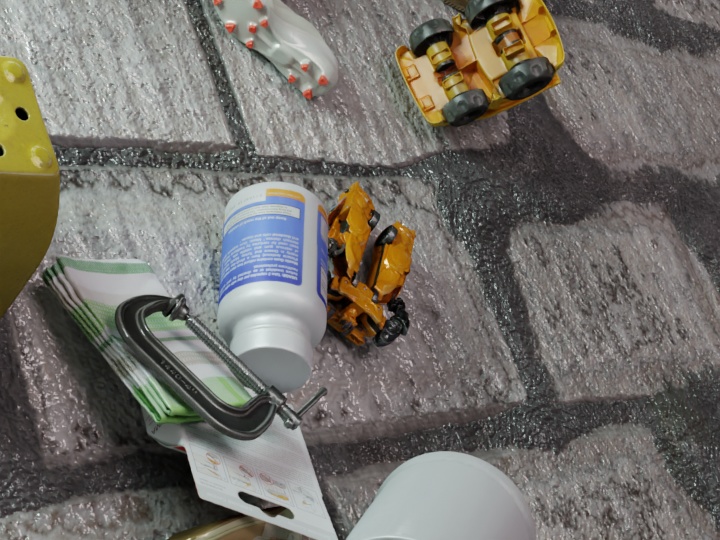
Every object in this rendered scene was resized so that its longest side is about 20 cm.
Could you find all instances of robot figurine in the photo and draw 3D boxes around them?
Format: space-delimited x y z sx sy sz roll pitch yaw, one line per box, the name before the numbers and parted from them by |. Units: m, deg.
robot figurine | 0.000 0.000 1.793 0.145 0.058 0.201 39 39 -18

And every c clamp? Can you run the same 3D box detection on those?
c clamp | -0.134 0.087 1.489 0.200 0.027 0.171 41 26 -1

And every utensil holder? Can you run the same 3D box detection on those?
utensil holder | 0.063 0.283 1.513 0.171 0.169 0.200 52 23 -1

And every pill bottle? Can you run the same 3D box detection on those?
pill bottle | -0.089 0.019 1.640 0.111 0.112 0.202 27 45 -30

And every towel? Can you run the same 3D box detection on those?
towel | -0.190 0.060 1.502 0.200 0.031 0.149 47 24 24

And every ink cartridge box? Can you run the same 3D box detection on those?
ink cartridge box | -0.115 0.176 1.490 0.162 0.057 0.201 25 29 -32

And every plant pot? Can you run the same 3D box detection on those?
plant pot | -0.361 -0.080 1.356 0.193 0.200 0.197 0 63 -47

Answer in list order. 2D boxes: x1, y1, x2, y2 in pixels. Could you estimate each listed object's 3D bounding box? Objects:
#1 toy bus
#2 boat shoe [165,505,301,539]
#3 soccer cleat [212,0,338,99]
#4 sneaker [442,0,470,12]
toy bus | 0.160 -0.258 2.102 0.137 0.198 0.192 65 3 13
boat shoe | -0.105 0.253 1.452 0.199 0.073 0.067 1 73 -61
soccer cleat | -0.102 -0.286 1.905 0.200 0.069 0.078 45 33 -23
sneaker | 0.159 -0.420 2.275 0.199 0.070 0.110 29 48 -38
